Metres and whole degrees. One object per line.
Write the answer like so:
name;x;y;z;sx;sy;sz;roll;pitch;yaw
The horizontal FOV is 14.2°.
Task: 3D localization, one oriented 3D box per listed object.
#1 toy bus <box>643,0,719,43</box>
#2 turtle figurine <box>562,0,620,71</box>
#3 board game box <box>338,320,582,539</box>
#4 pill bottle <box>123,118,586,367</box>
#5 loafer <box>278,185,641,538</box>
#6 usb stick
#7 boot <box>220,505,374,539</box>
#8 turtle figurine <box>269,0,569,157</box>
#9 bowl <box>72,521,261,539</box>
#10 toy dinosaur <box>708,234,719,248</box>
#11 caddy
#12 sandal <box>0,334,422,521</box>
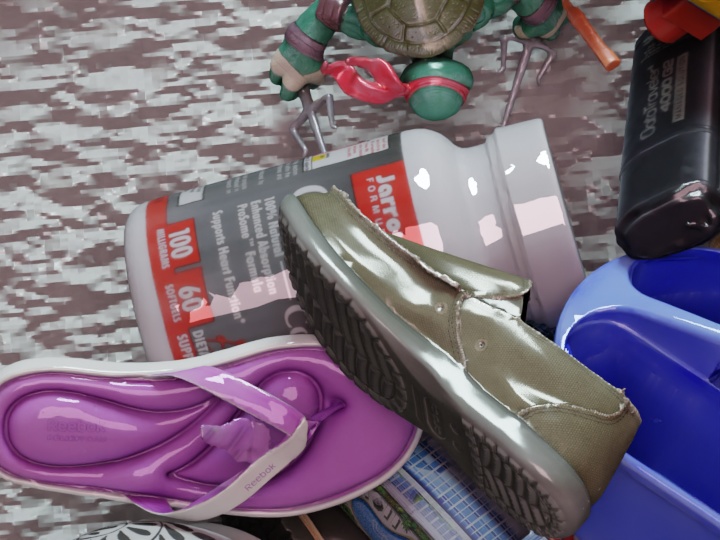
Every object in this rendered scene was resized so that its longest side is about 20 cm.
toy bus;0.193;-0.197;1.335;0.135;0.192;0.200;25;51;-29
turtle figurine;0.089;-0.205;1.357;0.064;0.161;0.201;-17;65;26
board game box;0.084;0.126;1.312;0.200;0.062;0.200;-33;71;-33
pill bottle;0.000;0.000;1.335;0.199;0.116;0.116;-16;81;5
loafer;0.041;0.030;1.227;0.070;0.075;0.200;-37;64;-19
usb stick;0.148;-0.067;1.344;0.055;0.200;0.033;-27;114;22
boot;0.033;0.132;1.372;0.138;0.078;0.200;-32;74;-25
turtle figurine;0.031;-0.137;1.396;0.149;0.101;0.201;-1;72;-7
bowl;-0.074;0.179;1.314;0.200;0.201;0.094;32;50;5
toy dinosaur;0.185;-0.031;1.371;0.101;0.058;0.201;-3;66;39
caddy;0.172;0.073;1.259;0.200;0.105;0.141;33;51;16
sandal;-0.071;0.076;1.271;0.202;0.050;0.083;-4;104;2
